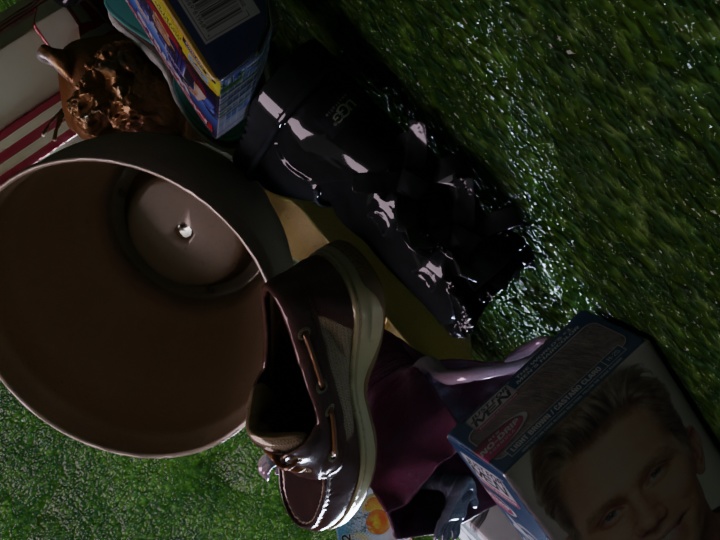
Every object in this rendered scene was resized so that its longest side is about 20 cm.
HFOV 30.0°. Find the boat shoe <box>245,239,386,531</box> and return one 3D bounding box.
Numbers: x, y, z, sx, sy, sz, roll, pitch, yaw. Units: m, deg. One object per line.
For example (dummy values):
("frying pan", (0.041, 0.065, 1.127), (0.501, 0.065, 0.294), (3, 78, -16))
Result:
("boat shoe", (-0.035, 0.076, 0.748), (0.072, 0.072, 0.200), (42, 140, 34))

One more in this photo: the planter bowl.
("planter bowl", (-0.126, -0.003, 0.841), (0.200, 0.200, 0.135), (51, -152, -13))

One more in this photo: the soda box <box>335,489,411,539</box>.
("soda box", (0.000, 0.146, 1.206), (0.064, 0.068, 0.200), (56, -154, -87))

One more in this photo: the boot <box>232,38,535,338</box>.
("boot", (0.011, -0.038, 0.744), (0.162, 0.073, 0.198), (44, 171, 0))

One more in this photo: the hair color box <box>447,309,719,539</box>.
("hair color box", (0.142, 0.129, 0.698), (0.200, 0.100, 0.061), (53, 169, -26))

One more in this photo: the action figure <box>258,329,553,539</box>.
("action figure", (0.014, 0.077, 0.845), (0.200, 0.134, 0.149), (39, 135, 45))

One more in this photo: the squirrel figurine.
("squirrel figurine", (-0.159, -0.099, 0.981), (0.200, 0.141, 0.187), (-41, 66, 62))

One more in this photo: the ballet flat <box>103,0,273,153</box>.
("ballet flat", (-0.099, -0.138, 0.884), (0.200, 0.069, 0.069), (47, 171, 36))

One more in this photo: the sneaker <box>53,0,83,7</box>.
("sneaker", (-0.212, -0.246, 0.872), (0.071, 0.083, 0.200), (42, 168, 34))

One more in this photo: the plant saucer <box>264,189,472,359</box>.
("plant saucer", (0.000, 0.000, 0.994), (0.200, 0.048, 0.200), (53, 170, -19))

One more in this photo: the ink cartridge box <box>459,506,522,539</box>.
("ink cartridge box", (0.120, 0.192, 1.102), (0.200, 0.084, 0.146), (43, 169, 32))

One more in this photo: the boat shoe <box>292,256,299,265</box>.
("boat shoe", (-0.047, 0.035, 1.041), (0.201, 0.070, 0.072), (70, 177, -71))

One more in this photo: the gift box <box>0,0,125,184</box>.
("gift box", (-0.265, -0.143, 1.193), (0.185, 0.187, 0.200), (56, -177, -31))

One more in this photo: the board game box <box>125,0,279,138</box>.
("board game box", (-0.101, -0.172, 0.671), (0.200, 0.062, 0.200), (58, 173, -1))
